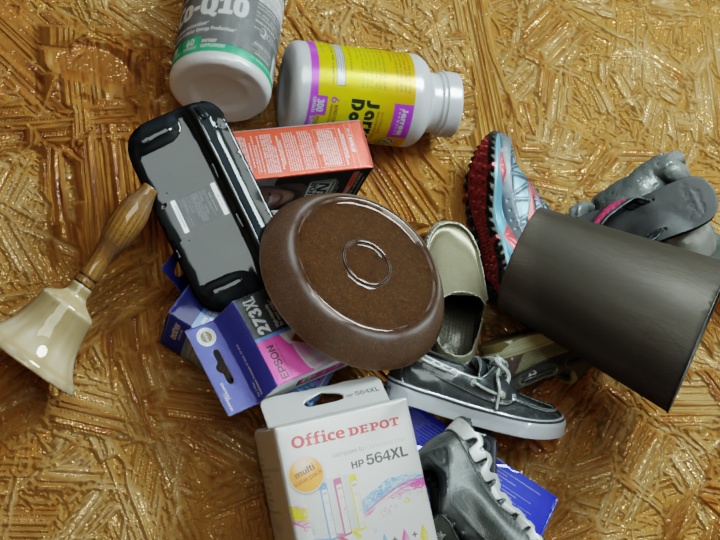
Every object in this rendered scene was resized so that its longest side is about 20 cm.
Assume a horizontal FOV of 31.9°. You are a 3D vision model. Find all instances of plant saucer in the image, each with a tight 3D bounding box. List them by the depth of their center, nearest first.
[{"bbox_3d":[0.000,0.000,1.209,0.198,0.035,0.202,16,49,-20],"label":"plant saucer"}]

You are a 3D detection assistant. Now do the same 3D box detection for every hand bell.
[{"bbox_3d":[-0.252,0.005,1.175,0.104,0.104,0.201,35,80,2],"label":"hand bell"}]

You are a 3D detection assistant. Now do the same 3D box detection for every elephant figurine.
[{"bbox_3d":[0.358,-0.023,1.413,0.202,0.154,0.141,60,20,10],"label":"elephant figurine"}]

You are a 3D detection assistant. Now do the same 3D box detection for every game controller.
[{"bbox_3d":[-0.145,-0.063,1.220,0.103,0.042,0.202,-26,85,-9],"label":"game controller"}]

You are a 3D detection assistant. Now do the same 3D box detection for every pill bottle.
[{"bbox_3d":[-0.142,-0.276,1.390,0.112,0.113,0.202,12,60,-12],"label":"pill bottle"},{"bbox_3d":[0.011,-0.194,1.402,0.197,0.104,0.106,3,62,-16],"label":"pill bottle"}]

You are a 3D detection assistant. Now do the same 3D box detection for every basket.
[{"bbox_3d":[0.249,0.027,1.265,0.198,0.137,0.181,23,49,16],"label":"basket"}]

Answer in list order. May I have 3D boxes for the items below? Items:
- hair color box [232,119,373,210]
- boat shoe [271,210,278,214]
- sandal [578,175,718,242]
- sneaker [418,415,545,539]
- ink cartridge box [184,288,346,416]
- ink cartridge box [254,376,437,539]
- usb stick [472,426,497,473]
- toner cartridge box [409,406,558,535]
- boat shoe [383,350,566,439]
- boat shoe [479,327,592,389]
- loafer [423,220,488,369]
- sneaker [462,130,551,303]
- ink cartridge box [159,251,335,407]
[{"bbox_3d":[-0.096,-0.100,1.321,0.197,0.102,0.062,-8,68,-20],"label":"hair color box"},{"bbox_3d":[-0.024,-0.023,1.328,0.197,0.075,0.069,17,31,0],"label":"boat shoe"},{"bbox_3d":[0.286,-0.046,1.344,0.198,0.045,0.076,-27,76,6],"label":"sandal"},{"bbox_3d":[0.106,0.237,1.148,0.090,0.067,0.201,-22,69,-21],"label":"sneaker"},{"bbox_3d":[-0.059,0.057,1.204,0.198,0.037,0.095,-22,72,-26],"label":"ink cartridge box"},{"bbox_3d":[-0.015,0.203,1.137,0.127,0.125,0.203,-11,85,-14],"label":"ink cartridge box"},{"bbox_3d":[0.102,0.247,1.196,0.055,0.033,0.202,7,63,-6],"label":"usb stick"},{"bbox_3d":[0.089,0.216,1.251,0.199,0.043,0.095,33,58,1],"label":"toner cartridge box"},{"bbox_3d":[0.121,0.115,1.252,0.197,0.074,0.069,17,96,-12],"label":"boat shoe"},{"bbox_3d":[0.216,0.089,1.349,0.199,0.072,0.067,-10,91,-30],"label":"boat shoe"},{"bbox_3d":[0.102,0.030,1.336,0.075,0.068,0.202,8,61,-14],"label":"loafer"},{"bbox_3d":[0.173,-0.057,1.411,0.094,0.079,0.203,2,72,-23],"label":"sneaker"},{"bbox_3d":[-0.107,0.045,1.258,0.199,0.077,0.137,32,58,2],"label":"ink cartridge box"}]
